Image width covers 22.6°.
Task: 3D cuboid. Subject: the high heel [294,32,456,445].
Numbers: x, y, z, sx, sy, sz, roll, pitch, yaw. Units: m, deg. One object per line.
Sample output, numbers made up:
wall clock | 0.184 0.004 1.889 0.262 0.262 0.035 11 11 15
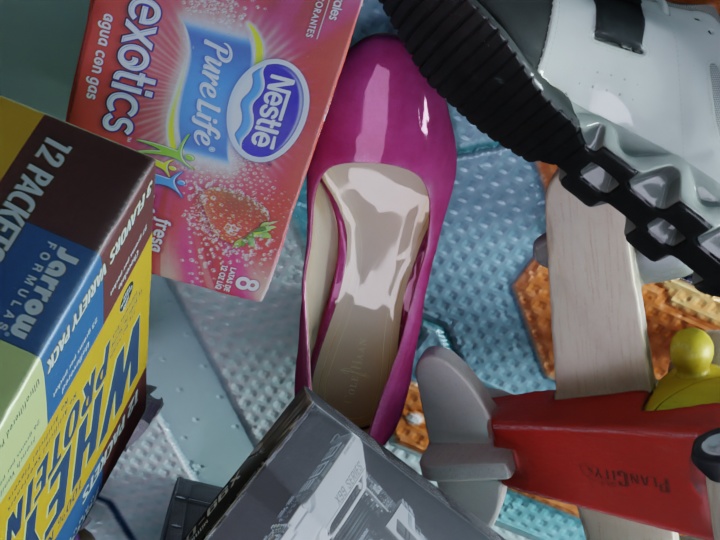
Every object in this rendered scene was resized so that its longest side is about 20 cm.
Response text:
high heel | 0.000 0.000 0.772 0.067 0.096 0.200 11 132 -3

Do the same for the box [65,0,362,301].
box | -0.053 -0.098 0.689 0.095 0.100 0.200 15 131 -7

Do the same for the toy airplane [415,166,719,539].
toy airplane | 0.125 0.070 0.808 0.199 0.141 0.200 45 136 12

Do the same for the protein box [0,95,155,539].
protein box | -0.197 0.025 0.684 0.200 0.135 0.199 22 148 5

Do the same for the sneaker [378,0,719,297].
sneaker | 0.094 -0.083 0.713 0.200 0.089 0.074 39 162 -10

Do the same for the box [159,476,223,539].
box | -0.003 0.163 0.878 0.200 0.158 0.048 13 97 -5

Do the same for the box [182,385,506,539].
box | 0.007 0.172 0.771 0.200 0.050 0.158 39 90 -9

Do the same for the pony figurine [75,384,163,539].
pony figurine | -0.192 0.102 0.854 0.200 0.167 0.193 31 171 -22
